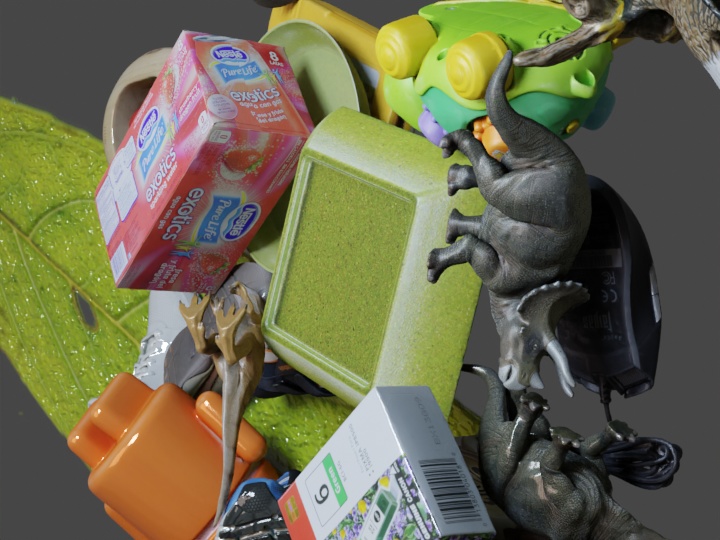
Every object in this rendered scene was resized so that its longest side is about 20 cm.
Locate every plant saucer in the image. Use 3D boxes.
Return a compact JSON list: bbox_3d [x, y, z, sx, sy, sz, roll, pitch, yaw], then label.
[{"bbox_3d":[-0.046,-0.096,1.182,0.199,0.031,0.202,-1,89,54],"label":"plant saucer"},{"bbox_3d":[0.000,0.000,1.042,0.199,0.048,0.201,27,107,49],"label":"plant saucer"}]

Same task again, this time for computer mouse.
[{"bbox_3d":[0.142,0.040,0.965,0.140,0.046,0.202,-10,93,49],"label":"computer mouse"}]

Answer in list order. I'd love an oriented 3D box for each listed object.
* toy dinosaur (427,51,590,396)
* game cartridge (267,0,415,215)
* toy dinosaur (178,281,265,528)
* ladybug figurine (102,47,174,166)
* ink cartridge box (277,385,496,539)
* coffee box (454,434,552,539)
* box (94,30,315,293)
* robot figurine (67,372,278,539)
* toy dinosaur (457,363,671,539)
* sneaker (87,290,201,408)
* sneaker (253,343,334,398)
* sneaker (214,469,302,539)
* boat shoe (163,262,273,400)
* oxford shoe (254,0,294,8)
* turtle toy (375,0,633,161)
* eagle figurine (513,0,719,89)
[{"bbox_3d":[0.097,-0.034,0.891,0.102,0.077,0.201,12,111,14],"label":"toy dinosaur"},{"bbox_3d":[-0.029,-0.118,1.206,0.200,0.032,0.178,35,117,47],"label":"game cartridge"},{"bbox_3d":[-0.090,0.073,1.102,0.060,0.106,0.201,-11,45,21],"label":"toy dinosaur"},{"bbox_3d":[-0.167,-0.132,1.360,0.199,0.072,0.137,0,90,54],"label":"ladybug figurine"},{"bbox_3d":[-0.003,0.176,0.965,0.200,0.050,0.109,-51,50,37],"label":"ink cartridge box"},{"bbox_3d":[0.084,0.198,0.985,0.200,0.112,0.080,42,123,46],"label":"coffee box"},{"bbox_3d":[-0.128,-0.081,1.186,0.200,0.094,0.103,-53,46,39],"label":"box"},{"bbox_3d":[-0.148,0.175,1.259,0.144,0.200,0.117,-51,7,-7],"label":"robot figurine"},{"bbox_3d":[0.110,0.125,0.933,0.199,0.077,0.103,32,118,35],"label":"toy dinosaur"},{"bbox_3d":[-0.194,0.099,1.364,0.074,0.115,0.201,-34,62,50],"label":"sneaker"},{"bbox_3d":[-0.033,0.068,1.174,0.200,0.078,0.080,-48,59,48],"label":"sneaker"},{"bbox_3d":[-0.065,0.194,1.157,0.200,0.078,0.091,71,-165,-63],"label":"sneaker"},{"bbox_3d":[-0.104,0.057,1.277,0.200,0.071,0.076,-43,39,50],"label":"boat shoe"},{"bbox_3d":[-0.037,-0.304,1.191,0.201,0.071,0.071,-59,40,19],"label":"oxford shoe"},{"bbox_3d":[0.085,-0.127,0.978,0.200,0.145,0.102,24,130,52],"label":"turtle toy"},{"bbox_3d":[0.202,-0.148,0.807,0.152,0.151,0.200,-55,19,-14],"label":"eagle figurine"}]
